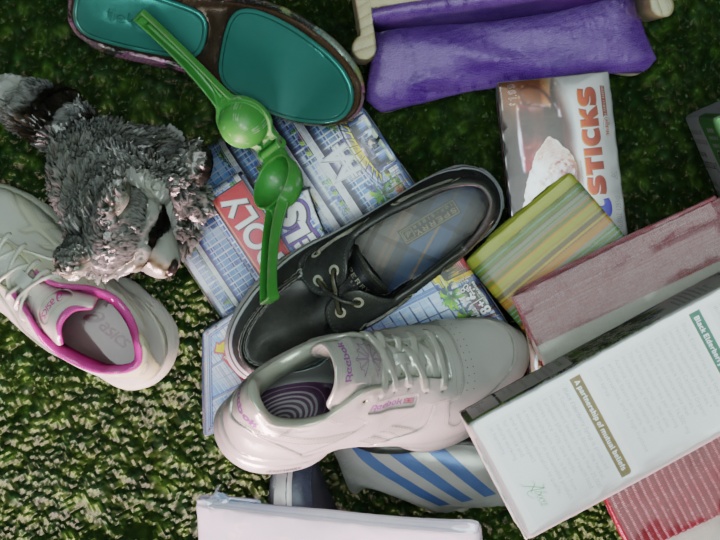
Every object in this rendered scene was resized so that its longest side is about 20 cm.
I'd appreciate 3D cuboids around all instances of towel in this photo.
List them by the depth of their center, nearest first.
[{"bbox_3d":[0.196,0.073,1.561,0.144,0.023,0.200,-25,93,0],"label":"towel"},{"bbox_3d":[0.159,0.041,1.579,0.086,0.018,0.200,-40,91,4],"label":"towel"}]

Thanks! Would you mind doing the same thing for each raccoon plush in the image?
[{"bbox_3d":[-0.183,-0.051,1.561,0.200,0.134,0.097,21,103,23],"label":"raccoon plush"}]

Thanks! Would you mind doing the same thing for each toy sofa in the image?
[{"bbox_3d":[0.092,-0.160,1.605,0.200,0.083,0.098,-8,92,-1],"label":"toy sofa"}]

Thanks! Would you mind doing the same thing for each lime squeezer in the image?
[{"bbox_3d":[-0.076,-0.072,1.570,0.071,0.038,0.200,-16,75,-33],"label":"lime squeezer"}]

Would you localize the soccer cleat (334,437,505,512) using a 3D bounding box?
[{"bbox_3d":[0.081,0.120,1.627,0.200,0.086,0.070,8,49,5],"label":"soccer cleat"}]

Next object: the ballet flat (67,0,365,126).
[{"bbox_3d":[-0.085,-0.146,1.611,0.200,0.071,0.069,18,107,9],"label":"ballet flat"}]

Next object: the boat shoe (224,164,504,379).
[{"bbox_3d":[0.000,0.000,1.567,0.200,0.057,0.069,-36,93,2],"label":"boat shoe"}]

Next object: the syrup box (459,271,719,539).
[{"bbox_3d":[0.164,0.074,1.509,0.200,0.079,0.081,-28,93,-1],"label":"syrup box"}]

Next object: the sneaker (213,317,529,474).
[{"bbox_3d":[0.014,0.071,1.538,0.200,0.100,0.075,-16,71,-15],"label":"sneaker"}]

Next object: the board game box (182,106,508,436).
[{"bbox_3d":[-0.044,0.005,1.626,0.200,0.062,0.200,-34,93,1],"label":"board game box"}]

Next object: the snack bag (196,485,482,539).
[{"bbox_3d":[-0.011,0.237,1.588,0.188,0.021,0.200,5,107,11],"label":"snack bag"}]

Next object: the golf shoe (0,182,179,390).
[{"bbox_3d":[-0.202,0.004,1.612,0.200,0.092,0.075,33,94,0],"label":"golf shoe"}]

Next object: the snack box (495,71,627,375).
[{"bbox_3d":[0.131,-0.022,1.605,0.072,0.024,0.200,-6,85,-2],"label":"snack box"}]

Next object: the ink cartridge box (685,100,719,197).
[{"bbox_3d":[0.284,-0.019,1.583,0.084,0.145,0.200,-24,93,2],"label":"ink cartridge box"}]

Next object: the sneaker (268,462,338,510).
[{"bbox_3d":[0.025,0.198,1.621,0.146,0.077,0.202,-10,103,12],"label":"sneaker"}]
